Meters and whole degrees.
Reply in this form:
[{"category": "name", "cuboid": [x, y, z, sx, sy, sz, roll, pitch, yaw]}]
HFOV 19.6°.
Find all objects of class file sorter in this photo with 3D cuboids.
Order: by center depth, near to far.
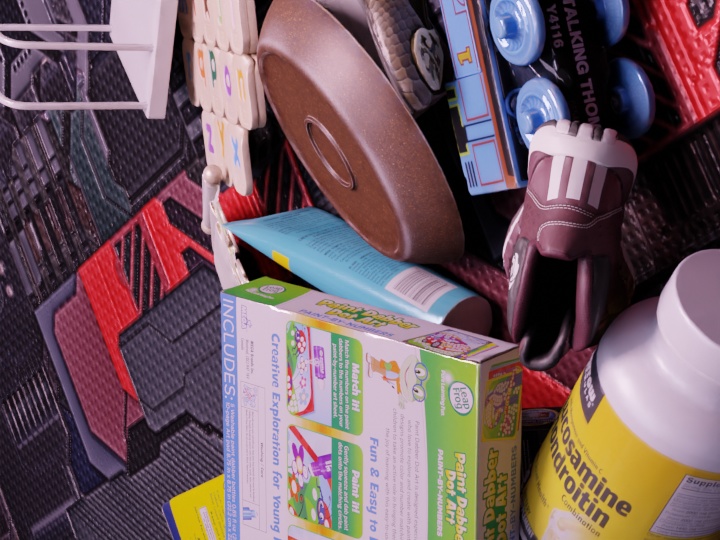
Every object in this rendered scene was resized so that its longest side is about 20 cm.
[{"category": "file sorter", "cuboid": [-0.203, -0.227, 1.479, 0.139, 0.124, 0.201, -118, 31, -52]}]

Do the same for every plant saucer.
[{"category": "plant saucer", "cuboid": [-0.008, -0.081, 1.291, 0.200, 0.034, 0.200, 53, 168, 16]}]

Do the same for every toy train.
[{"category": "toy train", "cuboid": [0.094, -0.137, 1.164, 0.114, 0.086, 0.201, -8, 96, 61]}]

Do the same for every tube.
[{"category": "tube", "cuboid": [0.000, 0.000, 1.360, 0.200, 0.077, 0.051, 32, 118, 40]}]

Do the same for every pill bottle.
[{"category": "pill bottle", "cuboid": [0.166, 0.085, 1.118, 0.112, 0.112, 0.200, 53, 140, 29]}]

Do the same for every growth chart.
[{"category": "growth chart", "cuboid": [-0.079, 0.030, 1.475, 0.145, 0.018, 0.201, 133, 118, -78]}]

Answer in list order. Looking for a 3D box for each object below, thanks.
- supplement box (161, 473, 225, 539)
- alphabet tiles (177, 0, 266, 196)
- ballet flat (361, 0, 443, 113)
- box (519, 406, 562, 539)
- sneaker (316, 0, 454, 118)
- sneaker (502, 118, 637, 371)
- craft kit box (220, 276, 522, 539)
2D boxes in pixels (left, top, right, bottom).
[{"category": "supplement box", "cuboid": [-0.035, 0.176, 1.438, 0.200, 0.109, 0.110, -30, 78, 54]}, {"category": "alphabet tiles", "cuboid": [-0.097, -0.154, 1.427, 0.200, 0.015, 0.196, -149, 51, -71]}, {"category": "ballet flat", "cuboid": [0.026, -0.178, 1.228, 0.067, 0.046, 0.201, 60, -163, -50]}, {"category": "box", "cuboid": [0.059, 0.187, 1.283, 0.160, 0.044, 0.201, -4, 103, 11]}, {"category": "sneaker", "cuboid": [-0.018, -0.179, 1.311, 0.085, 0.073, 0.201, -35, 75, 51]}, {"category": "sneaker", "cuboid": [0.104, 0.017, 1.127, 0.075, 0.116, 0.200, 9, 149, 12]}, {"category": "craft kit box", "cuboid": [0.003, 0.120, 1.201, 0.197, 0.048, 0.201, 16, 113, 41]}]
